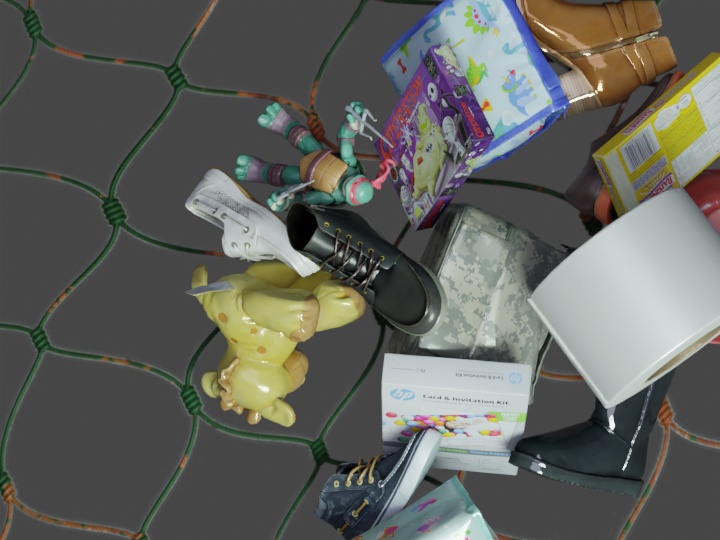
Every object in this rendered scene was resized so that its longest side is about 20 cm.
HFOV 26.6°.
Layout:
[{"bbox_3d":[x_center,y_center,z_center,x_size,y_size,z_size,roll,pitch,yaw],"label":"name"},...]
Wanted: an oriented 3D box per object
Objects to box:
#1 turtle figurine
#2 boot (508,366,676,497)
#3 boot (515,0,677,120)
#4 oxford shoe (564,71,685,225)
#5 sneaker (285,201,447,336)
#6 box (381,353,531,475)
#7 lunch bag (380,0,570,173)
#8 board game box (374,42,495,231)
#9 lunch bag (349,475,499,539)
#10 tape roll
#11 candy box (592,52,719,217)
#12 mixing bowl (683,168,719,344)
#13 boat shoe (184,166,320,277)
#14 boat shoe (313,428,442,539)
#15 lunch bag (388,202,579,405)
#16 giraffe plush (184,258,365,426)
[{"bbox_3d":[-0.048,-0.115,1.698,0.200,0.101,0.150,25,69,42],"label":"turtle figurine"},{"bbox_3d":[0.256,0.152,1.665,0.200,0.076,0.169,15,88,-37],"label":"boot"},{"bbox_3d":[0.259,-0.285,1.728,0.154,0.074,0.200,-23,98,5],"label":"boot"},{"bbox_3d":[0.301,-0.149,1.719,0.072,0.071,0.200,26,74,33],"label":"oxford shoe"},{"bbox_3d":[0.000,0.000,1.611,0.200,0.106,0.075,42,109,38],"label":"sneaker"},{"bbox_3d":[0.102,0.159,1.653,0.155,0.200,0.041,5,57,4],"label":"box"},{"bbox_3d":[0.136,-0.214,1.664,0.127,0.200,0.170,-25,84,-28],"label":"lunch bag"},{"bbox_3d":[0.076,-0.140,1.643,0.032,0.200,0.120,-11,67,-23],"label":"board game box"},{"bbox_3d":[0.089,0.352,1.611,0.170,0.122,0.200,-30,107,-3],"label":"lunch bag"},{"bbox_3d":[0.293,0.029,1.562,0.203,0.203,0.139,-37,77,1],"label":"tape roll"},{"bbox_3d":[0.346,-0.144,1.681,0.200,0.026,0.102,-39,122,-19],"label":"candy box"},{"bbox_3d":[0.405,-0.018,1.685,0.199,0.108,0.201,0,87,5],"label":"mixing bowl"},{"bbox_3d":[-0.124,-0.040,1.712,0.069,0.071,0.200,-46,52,-8],"label":"boat shoe"},{"bbox_3d":[0.014,0.232,1.677,0.091,0.071,0.200,32,127,7],"label":"boat shoe"},{"bbox_3d":[0.142,0.042,1.684,0.167,0.139,0.200,22,88,-7],"label":"lunch bag"},{"bbox_3d":[-0.104,0.084,1.700,0.199,0.173,0.163,-7,112,-24],"label":"giraffe plush"}]
